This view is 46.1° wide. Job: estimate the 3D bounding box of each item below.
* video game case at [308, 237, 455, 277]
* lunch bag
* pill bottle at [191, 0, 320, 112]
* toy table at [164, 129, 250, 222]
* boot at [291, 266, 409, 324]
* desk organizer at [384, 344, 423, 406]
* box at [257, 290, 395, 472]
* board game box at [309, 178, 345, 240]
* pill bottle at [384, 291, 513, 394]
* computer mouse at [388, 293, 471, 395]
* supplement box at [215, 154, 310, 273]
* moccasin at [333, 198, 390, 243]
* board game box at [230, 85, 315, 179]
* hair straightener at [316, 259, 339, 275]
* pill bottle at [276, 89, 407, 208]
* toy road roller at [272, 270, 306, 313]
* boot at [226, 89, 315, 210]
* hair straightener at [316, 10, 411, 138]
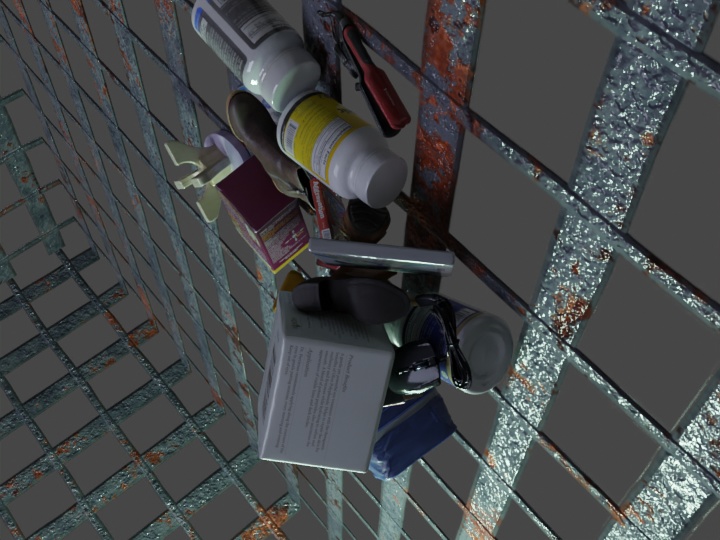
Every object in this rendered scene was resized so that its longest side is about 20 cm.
[{"bbox_3d":[0.035,-0.016,1.206,0.182,0.196,0.022,45,-129,-83],"label":"video game case"},{"bbox_3d":[0.062,0.286,1.570,0.134,0.198,0.136,58,162,0],"label":"lunch bag"},{"bbox_3d":[-0.156,-0.342,1.281,0.201,0.113,0.114,49,156,17],"label":"pill bottle"},{"bbox_3d":[-0.315,-0.210,1.768,0.186,0.116,0.199,58,158,-5],"label":"toy table"},{"bbox_3d":[0.015,0.030,1.301,0.185,0.199,0.070,-5,98,24],"label":"boot"},{"bbox_3d":[0.040,0.123,1.424,0.071,0.077,0.204,-16,82,30],"label":"desk organizer"},{"bbox_3d":[-0.059,0.164,1.291,0.200,0.168,0.203,-110,31,-71],"label":"box"},{"bbox_3d":[-0.042,-0.076,1.369,0.200,0.019,0.105,35,-137,-78],"label":"board game box"},{"bbox_3d":[0.126,0.100,1.297,0.199,0.119,0.121,23,141,53],"label":"pill bottle"},{"bbox_3d":[0.075,0.112,1.227,0.199,0.045,0.143,-19,84,57],"label":"computer mouse"},{"bbox_3d":[-0.181,-0.104,1.611,0.131,0.103,0.201,48,169,19],"label":"supplement box"},{"bbox_3d":[0.001,-0.068,1.273,0.202,0.072,0.079,-112,36,-71],"label":"moccasin"},{"bbox_3d":[-0.145,-0.244,1.501,0.199,0.026,0.202,2,122,62],"label":"board game box"},{"bbox_3d":[0.000,0.000,1.522,0.077,0.041,0.199,39,161,-30],"label":"hair straightener"},{"bbox_3d":[-0.025,-0.175,1.245,0.199,0.111,0.112,40,153,33],"label":"pill bottle"},{"bbox_3d":[-0.089,0.073,1.601,0.144,0.124,0.200,27,167,-3],"label":"toy road roller"},{"bbox_3d":[-0.135,-0.201,1.404,0.166,0.072,0.201,36,162,50],"label":"boot"},{"bbox_3d":[-0.005,-0.270,1.168,0.202,0.041,0.077,56,157,0],"label":"hair straightener"}]
